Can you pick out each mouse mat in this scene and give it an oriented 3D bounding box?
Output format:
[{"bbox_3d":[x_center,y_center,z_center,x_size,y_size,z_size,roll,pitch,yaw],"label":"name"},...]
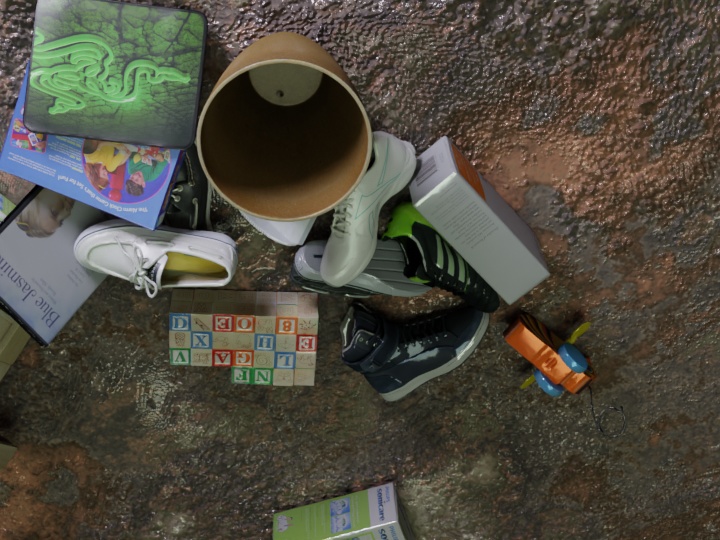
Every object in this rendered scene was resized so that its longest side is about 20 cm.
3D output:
[{"bbox_3d":[-0.278,-0.227,1.247,0.197,0.008,0.164,6,88,-3],"label":"mouse mat"}]

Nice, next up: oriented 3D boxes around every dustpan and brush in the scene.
[{"bbox_3d":[-0.137,-0.129,1.341,0.199,0.057,0.141,35,118,11],"label":"dustpan and brush"}]

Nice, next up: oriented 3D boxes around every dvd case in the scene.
[{"bbox_3d":[-0.370,-0.028,1.338,0.017,0.201,0.143,4,140,50],"label":"dvd case"}]

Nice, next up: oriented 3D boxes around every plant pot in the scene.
[{"bbox_3d":[-0.086,-0.186,1.227,0.183,0.201,0.189,-2,123,-3],"label":"plant pot"}]

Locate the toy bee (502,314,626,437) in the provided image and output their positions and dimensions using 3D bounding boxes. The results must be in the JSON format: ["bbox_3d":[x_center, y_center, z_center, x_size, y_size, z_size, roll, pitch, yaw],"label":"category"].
[{"bbox_3d":[0.282,0.138,1.532,0.130,0.109,0.202,-25,97,22],"label":"toy bee"}]

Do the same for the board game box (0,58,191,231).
[{"bbox_3d":[-0.309,-0.148,1.285,0.198,0.045,0.136,22,102,-3],"label":"board game box"}]

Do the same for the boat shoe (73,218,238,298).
[{"bbox_3d":[-0.249,-0.005,1.319,0.199,0.087,0.075,7,122,-7],"label":"boat shoe"}]

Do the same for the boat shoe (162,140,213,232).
[{"bbox_3d":[-0.228,-0.085,1.356,0.073,0.060,0.202,18,128,22],"label":"boat shoe"}]

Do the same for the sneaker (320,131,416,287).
[{"bbox_3d":[-0.008,-0.079,1.339,0.080,0.070,0.202,23,93,-49],"label":"sneaker"}]

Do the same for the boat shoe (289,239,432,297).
[{"bbox_3d":[0.000,0.000,1.436,0.197,0.073,0.071,10,154,-22],"label":"boat shoe"}]

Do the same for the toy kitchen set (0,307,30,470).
[{"bbox_3d":[-0.535,0.135,1.494,0.162,0.181,0.201,30,83,19],"label":"toy kitchen set"}]

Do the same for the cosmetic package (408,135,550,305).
[{"bbox_3d":[0.148,-0.062,1.381,0.071,0.102,0.200,-37,119,18],"label":"cosmetic package"}]

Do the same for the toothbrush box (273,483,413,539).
[{"bbox_3d":[-0.021,0.430,1.687,0.197,0.086,0.147,-16,122,5],"label":"toothbrush box"}]

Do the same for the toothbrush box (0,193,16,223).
[{"bbox_3d":[-0.505,-0.046,1.336,0.146,0.086,0.200,-46,117,2],"label":"toothbrush box"}]

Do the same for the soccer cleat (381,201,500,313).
[{"bbox_3d":[0.103,-0.003,1.419,0.200,0.081,0.067,45,153,-20],"label":"soccer cleat"}]

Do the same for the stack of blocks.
[{"bbox_3d":[-0.158,0.091,1.484,0.197,0.059,0.116,2,123,-5],"label":"stack of blocks"}]

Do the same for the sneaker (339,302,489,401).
[{"bbox_3d":[0.064,0.083,1.483,0.201,0.077,0.146,-36,121,20],"label":"sneaker"}]
